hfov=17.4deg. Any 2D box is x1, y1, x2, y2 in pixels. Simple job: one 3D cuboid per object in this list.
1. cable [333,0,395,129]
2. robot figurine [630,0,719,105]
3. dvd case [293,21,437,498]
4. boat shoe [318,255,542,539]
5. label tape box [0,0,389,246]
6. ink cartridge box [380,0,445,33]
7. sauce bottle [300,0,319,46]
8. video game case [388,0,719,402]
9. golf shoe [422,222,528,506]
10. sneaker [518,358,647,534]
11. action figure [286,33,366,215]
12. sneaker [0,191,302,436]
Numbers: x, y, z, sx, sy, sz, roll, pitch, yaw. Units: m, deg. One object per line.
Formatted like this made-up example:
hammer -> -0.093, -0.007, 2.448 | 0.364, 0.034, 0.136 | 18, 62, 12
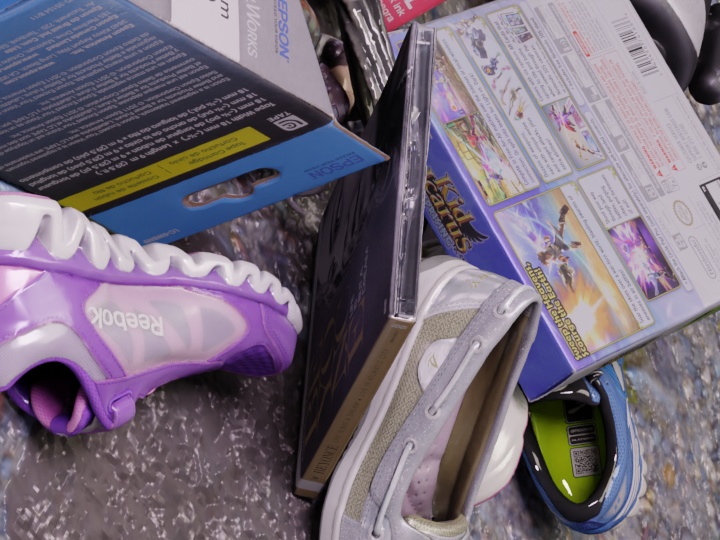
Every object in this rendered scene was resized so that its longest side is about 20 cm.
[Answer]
cable -> -0.017, -0.146, 1.125 | 0.050, 0.097, 0.201 | -17, 121, -19
robot figurine -> 0.151, -0.167, 1.428 | 0.150, 0.124, 0.200 | 63, 32, -37
dvd case -> 0.000, 0.000, 1.090 | 0.016, 0.200, 0.149 | 9, 61, -9
boat shoe -> 0.034, 0.096, 1.128 | 0.074, 0.065, 0.203 | 11, 96, -51
label tape box -> -0.103, -0.086, 0.993 | 0.200, 0.144, 0.064 | 27, 52, -49
ink cartridge box -> 0.077, -0.228, 1.238 | 0.084, 0.200, 0.145 | 56, 14, -23
sauce bottle -> -0.088, -0.173, 1.086 | 0.065, 0.065, 0.200 | 7, 47, -55
video game case -> 0.111, -0.051, 1.252 | 0.181, 0.045, 0.200 | -21, 78, -41
golf shoe -> 0.046, 0.022, 1.232 | 0.091, 0.075, 0.201 | 35, 47, -39
sneaker -> 0.112, 0.046, 1.293 | 0.089, 0.078, 0.201 | 12, 64, -78
action figure -> -0.049, -0.125, 1.166 | 0.130, 0.069, 0.201 | -16, 93, -64
sneaker -> -0.106, 0.031, 1.004 | 0.200, 0.080, 0.089 | 17, 69, -47
